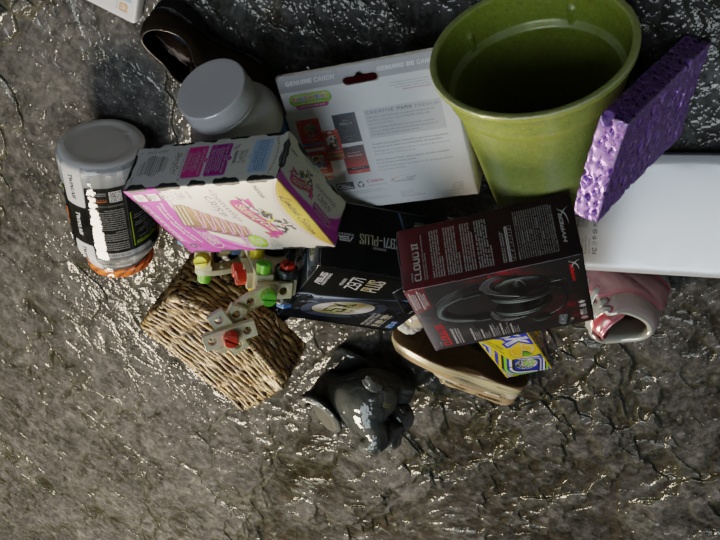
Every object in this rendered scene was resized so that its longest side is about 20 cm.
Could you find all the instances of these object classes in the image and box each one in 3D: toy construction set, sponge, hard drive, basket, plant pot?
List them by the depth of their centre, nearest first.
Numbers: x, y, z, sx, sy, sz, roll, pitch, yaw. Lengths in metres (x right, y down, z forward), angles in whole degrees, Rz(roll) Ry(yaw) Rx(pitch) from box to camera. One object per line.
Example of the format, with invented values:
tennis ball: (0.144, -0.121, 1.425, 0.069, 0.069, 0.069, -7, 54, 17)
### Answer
sponge: (0.270, -0.138, 0.851, 0.030, 0.200, 0.112, 29, 137, 25)
plant pot: (0.185, -0.153, 0.901, 0.199, 0.202, 0.185, 3, 141, 23)
hard drive: (0.301, -0.064, 0.988, 0.198, 0.027, 0.133, 4, 105, 23)
toy construction set: (-0.147, 0.007, 1.061, 0.130, 0.201, 0.093, -2, 133, -18)
basket: (-0.164, 0.060, 1.199, 0.200, 0.149, 0.143, 42, 137, -11)

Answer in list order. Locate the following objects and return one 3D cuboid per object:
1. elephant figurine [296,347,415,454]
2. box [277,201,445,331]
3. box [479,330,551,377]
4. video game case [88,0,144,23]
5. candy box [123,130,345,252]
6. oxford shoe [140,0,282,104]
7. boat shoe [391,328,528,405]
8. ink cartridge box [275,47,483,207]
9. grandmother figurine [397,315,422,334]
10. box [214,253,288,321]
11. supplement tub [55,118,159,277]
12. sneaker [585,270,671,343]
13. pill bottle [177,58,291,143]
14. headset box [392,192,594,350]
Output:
elephant figurine: (-0.028, 0.193, 1.345, 0.199, 0.141, 0.157, 15, 107, 34)
box: (0.000, 0.000, 1.098, 0.162, 0.087, 0.200, 10, 158, -17)
box: (0.177, 0.059, 1.104, 0.064, 0.071, 0.200, -16, 145, 21)
video game case: (-0.321, -0.406, 1.015, 0.181, 0.023, 0.201, 26, 135, 2)
candy box: (-0.134, -0.079, 0.965, 0.198, 0.062, 0.136, -3, 150, 27)
oxford shoe: (-0.174, -0.231, 1.057, 0.199, 0.085, 0.073, 31, 131, -11)
boat shoe: (0.131, 0.136, 1.248, 0.198, 0.072, 0.065, 24, 134, 2)
ink cartridge box: (0.026, -0.169, 1.002, 0.198, 0.084, 0.177, -5, 124, 19)
grandmother figurine: (0.115, 0.026, 1.170, 0.121, 0.061, 0.200, 47, 130, -7)
box: (-0.141, -0.004, 1.270, 0.160, 0.044, 0.200, 42, 134, -14)
supplement tub: (-0.343, -0.095, 1.230, 0.121, 0.123, 0.201, 15, 133, 12)
sneaker: (0.267, 0.018, 1.056, 0.199, 0.105, 0.076, 23, 141, 6)
pill bottle: (-0.127, -0.145, 1.026, 0.111, 0.113, 0.200, 4, 153, 22)
headset box: (0.134, 0.008, 0.933, 0.198, 0.078, 0.149, -13, 148, 12)
